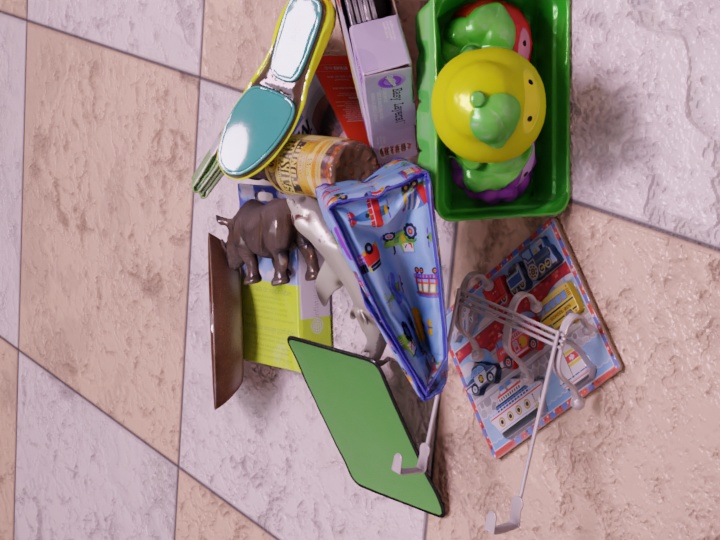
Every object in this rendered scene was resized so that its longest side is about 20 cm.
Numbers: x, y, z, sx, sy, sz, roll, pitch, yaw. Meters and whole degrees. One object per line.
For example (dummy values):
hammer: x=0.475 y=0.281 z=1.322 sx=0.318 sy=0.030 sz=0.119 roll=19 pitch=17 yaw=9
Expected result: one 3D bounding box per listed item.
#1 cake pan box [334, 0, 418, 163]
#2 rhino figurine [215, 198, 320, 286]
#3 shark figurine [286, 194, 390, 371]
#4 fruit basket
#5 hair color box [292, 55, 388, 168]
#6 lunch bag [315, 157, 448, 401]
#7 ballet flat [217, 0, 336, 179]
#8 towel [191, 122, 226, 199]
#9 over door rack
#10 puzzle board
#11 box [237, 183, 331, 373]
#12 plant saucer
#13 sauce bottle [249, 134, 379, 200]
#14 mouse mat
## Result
cake pan box: x=0.010 y=-0.223 z=1.427 sx=0.200 sy=0.052 sz=0.186 roll=80 pitch=175 yaw=-71
rhino figurine: x=-0.105 y=-0.032 z=1.621 sx=0.199 sy=0.059 sz=0.089 roll=1 pitch=102 yaw=61
shark figurine: x=0.014 y=0.018 z=1.491 sx=0.127 sy=0.089 sz=0.217 roll=12 pitch=129 yaw=48
fruit basket: x=0.118 y=-0.144 z=1.297 sx=0.215 sy=0.153 sz=0.219 roll=176 pitch=90 yaw=-68
hair color box: x=-0.017 y=-0.109 z=1.568 sx=0.111 sy=0.063 sz=0.202 roll=-52 pitch=56 yaw=43
lunch bag: x=0.037 y=0.014 z=1.329 sx=0.151 sy=0.093 sz=0.203 roll=-126 pitch=17 yaw=-80
ballet flat: x=-0.075 y=-0.179 z=1.499 sx=0.066 sy=0.067 sz=0.202 roll=27 pitch=97 yaw=14
towel: x=-0.114 y=-0.167 z=1.602 sx=0.201 sy=0.030 sz=0.149 roll=-57 pitch=8 yaw=4
over door rack: x=0.123 y=0.117 z=1.368 sx=0.147 sy=0.066 sz=0.202 roll=23 pitch=94 yaw=49
puzzle board: x=0.149 y=0.067 z=1.406 sx=0.200 sy=0.017 sz=0.152 roll=-45 pitch=59 yaw=48
box: x=-0.086 y=0.005 z=1.690 sx=0.121 sy=0.047 sz=0.203 roll=7 pitch=101 yaw=53
plant saucer: x=-0.155 y=0.058 z=1.748 sx=0.200 sy=0.036 sz=0.204 roll=178 pitch=90 yaw=-84
sauce bottle: x=-0.059 y=-0.103 z=1.520 sx=0.199 sy=0.065 sz=0.067 roll=8 pitch=102 yaw=55
mouse mat: x=0.005 y=0.158 z=1.550 sx=0.160 sy=0.008 sz=0.202 roll=12 pitch=133 yaw=52
